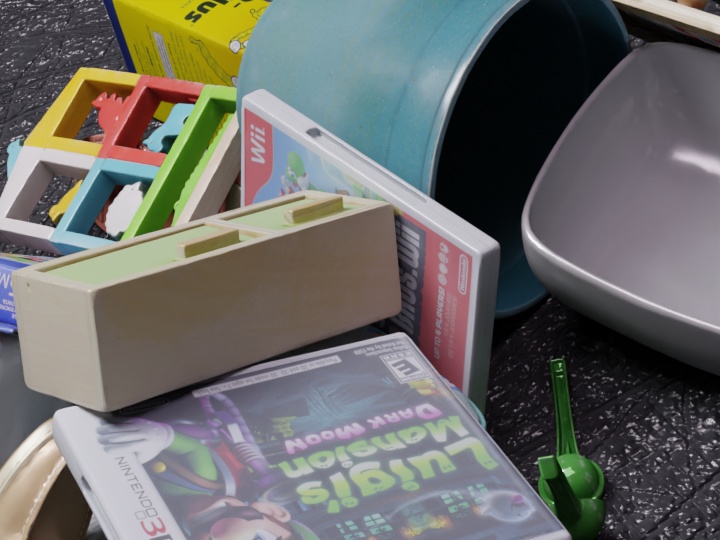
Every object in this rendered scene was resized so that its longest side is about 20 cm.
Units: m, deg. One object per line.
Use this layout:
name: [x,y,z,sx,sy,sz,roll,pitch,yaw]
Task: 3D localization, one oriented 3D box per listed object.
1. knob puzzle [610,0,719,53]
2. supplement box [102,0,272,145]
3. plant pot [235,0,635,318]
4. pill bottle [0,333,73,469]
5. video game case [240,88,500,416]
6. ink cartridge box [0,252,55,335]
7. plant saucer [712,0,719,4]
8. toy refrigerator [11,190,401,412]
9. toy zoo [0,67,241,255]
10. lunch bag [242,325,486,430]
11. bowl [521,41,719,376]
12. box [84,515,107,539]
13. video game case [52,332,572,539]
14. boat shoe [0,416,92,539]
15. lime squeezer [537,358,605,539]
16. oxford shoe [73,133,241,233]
knob puzzle: [0.197,-0.159,1.284,0.219,0.219,0.031,25,95,39]
supplement box: [-0.066,-0.150,1.415,0.199,0.110,0.109,27,56,39]
plant pot: [0.033,-0.096,1.240,0.187,0.201,0.200,22,53,35]
pill bottle: [-0.278,0.084,1.214,0.198,0.117,0.117,5,44,26]
video game case: [0.000,0.000,1.173,0.017,0.144,0.200,-26,45,-33]
ink cartridge box: [-0.185,0.015,1.223,0.119,0.042,0.200,12,5,30]
plant saucer: [0.278,-0.162,1.285,0.200,0.199,0.036,32,100,42]
toy refrigerator: [-0.077,0.009,1.081,0.199,0.071,0.076,-17,18,-38]
toy zoo: [-0.161,-0.068,1.330,0.199,0.020,0.132,12,66,40]
lunch bag: [-0.045,0.085,1.123,0.160,0.078,0.200,-17,36,-37]
bowl: [0.204,-0.025,1.176,0.199,0.075,0.200,24,53,18]
box: [-0.102,0.171,1.100,0.082,0.049,0.200,-32,42,-18]
video game case: [-0.027,0.104,0.995,0.199,0.024,0.182,-12,37,-23]
boat shoe: [-0.171,0.175,1.061,0.069,0.074,0.201,24,91,30]
lime squeezer: [0.105,0.106,1.096,0.038,0.071,0.200,-27,7,12]
oxford shoe: [-0.114,-0.050,1.367,0.199,0.071,0.074,19,21,41]
